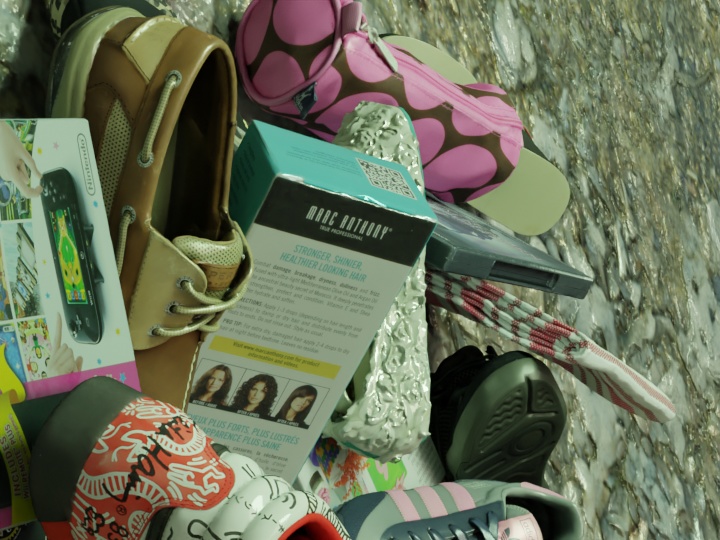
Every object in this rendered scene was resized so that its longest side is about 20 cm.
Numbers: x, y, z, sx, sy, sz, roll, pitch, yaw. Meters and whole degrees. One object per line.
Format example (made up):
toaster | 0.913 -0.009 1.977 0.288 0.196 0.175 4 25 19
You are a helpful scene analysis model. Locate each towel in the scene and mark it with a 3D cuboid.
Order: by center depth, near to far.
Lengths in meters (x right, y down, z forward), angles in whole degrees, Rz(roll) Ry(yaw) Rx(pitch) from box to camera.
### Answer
towel | 0.086 0.033 1.122 0.146 0.200 0.030 31 89 -54

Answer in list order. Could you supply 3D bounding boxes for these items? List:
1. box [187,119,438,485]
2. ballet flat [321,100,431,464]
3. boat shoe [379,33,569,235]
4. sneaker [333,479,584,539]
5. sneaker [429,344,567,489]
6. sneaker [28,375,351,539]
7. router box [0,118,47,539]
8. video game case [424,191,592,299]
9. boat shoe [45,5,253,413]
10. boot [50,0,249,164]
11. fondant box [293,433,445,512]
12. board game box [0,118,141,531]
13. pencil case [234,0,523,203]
box | -0.050 0.037 0.831 0.082 0.200 0.049 15 27 -28
ballet flat | 0.000 0.000 0.969 0.072 0.072 0.201 21 60 -58
boat shoe | 0.061 -0.096 1.250 0.201 0.074 0.063 37 8 -37
sneaker | 0.047 0.143 0.973 0.200 0.082 0.070 -12 91 -58
sneaker | 0.069 0.082 1.120 0.114 0.076 0.200 60 -9 26
sneaker | -0.053 0.129 0.675 0.067 0.108 0.202 -48 151 -31
router box | -0.183 0.027 0.737 0.150 0.062 0.201 23 59 -56
video game case | 0.042 -0.028 1.117 0.200 0.143 0.019 9 108 -60
boat shoe | -0.085 -0.004 0.750 0.076 0.074 0.201 -19 113 -57
boot | -0.076 -0.053 0.893 0.204 0.073 0.154 50 8 -32
fondant box | -0.032 0.070 1.005 0.200 0.058 0.144 66 30 -19
board game box | -0.163 0.026 0.643 0.200 0.064 0.148 -9 87 -60
pencil case | 0.019 -0.104 1.109 0.200 0.094 0.091 22 53 -49
